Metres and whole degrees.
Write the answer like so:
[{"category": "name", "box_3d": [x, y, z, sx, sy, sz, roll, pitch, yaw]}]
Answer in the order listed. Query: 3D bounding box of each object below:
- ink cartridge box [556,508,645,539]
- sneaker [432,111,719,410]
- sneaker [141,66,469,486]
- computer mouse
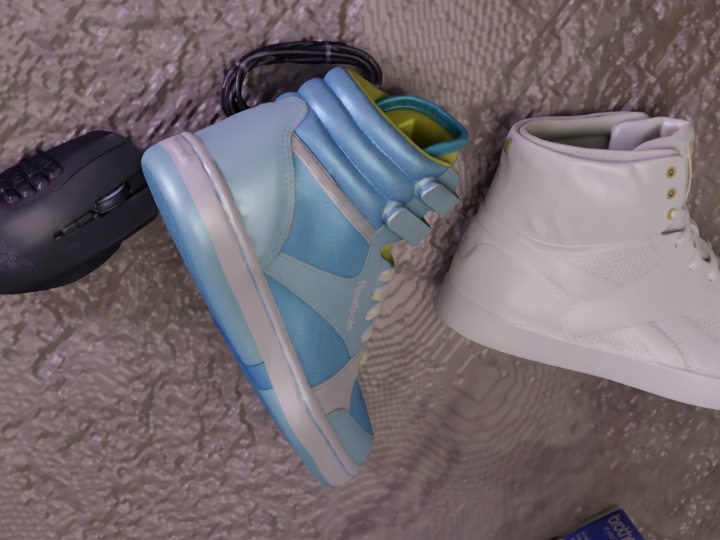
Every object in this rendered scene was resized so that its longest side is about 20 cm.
[{"category": "ink cartridge box", "box_3d": [0.058, 0.194, 1.126, 0.200, 0.119, 0.042, -28, 117, -3]}, {"category": "sneaker", "box_3d": [0.144, -0.008, 1.088, 0.200, 0.074, 0.116, 12, 112, -20]}, {"category": "sneaker", "box_3d": [0.000, 0.000, 1.039, 0.131, 0.080, 0.200, -30, 133, -7]}, {"category": "computer mouse", "box_3d": [-0.081, -0.044, 1.027, 0.200, 0.034, 0.059, -27, 117, -4]}]
